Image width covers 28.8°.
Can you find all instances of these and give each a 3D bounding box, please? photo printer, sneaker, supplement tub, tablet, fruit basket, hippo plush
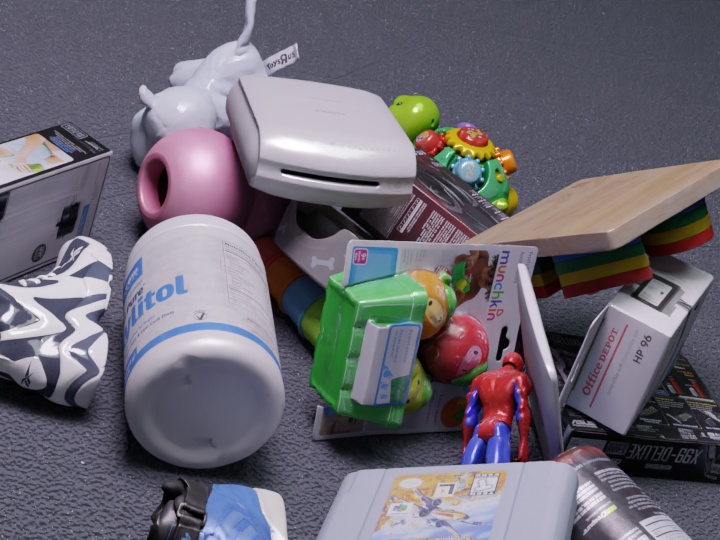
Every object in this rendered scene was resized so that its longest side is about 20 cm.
[{"bbox_3d":[-0.038,-0.122,1.341,0.164,0.070,0.200,6,23,-15],"label":"photo printer"},{"bbox_3d":[-0.100,0.219,0.998,0.110,0.077,0.200,14,26,-21],"label":"sneaker"},{"bbox_3d":[0.217,0.242,1.126,0.106,0.108,0.200,-7,40,-38],"label":"supplement tub"},{"bbox_3d":[0.158,0.105,1.220,0.013,0.201,0.131,-12,47,2],"label":"tablet"},{"bbox_3d":[0.061,0.066,1.242,0.198,0.187,0.094,4,20,-24],"label":"fruit basket"},{"bbox_3d":[-0.136,0.057,1.190,0.130,0.133,0.201,10,31,-17],"label":"supplement tub"},{"bbox_3d":[-0.285,0.027,1.200,0.128,0.080,0.200,17,39,-22],"label":"sneaker"},{"bbox_3d":[-0.159,-0.158,1.522,0.160,0.199,0.161,49,51,-9],"label":"hippo plush"}]

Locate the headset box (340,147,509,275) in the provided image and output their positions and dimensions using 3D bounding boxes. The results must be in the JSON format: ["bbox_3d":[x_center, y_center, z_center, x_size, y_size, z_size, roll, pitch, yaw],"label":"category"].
[{"bbox_3d":[0.097,-0.039,1.487,0.199,0.078,0.149,38,19,13],"label":"headset box"}]

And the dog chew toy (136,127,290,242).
[{"bbox_3d":[-0.128,-0.077,1.436,0.198,0.125,0.125,5,32,-41],"label":"dog chew toy"}]

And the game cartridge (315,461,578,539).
[{"bbox_3d":[0.063,0.199,1.081,0.198,0.042,0.133,-6,20,18],"label":"game cartridge"}]

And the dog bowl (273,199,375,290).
[{"bbox_3d":[0.000,0.000,1.360,0.199,0.059,0.200,38,5,-3],"label":"dog bowl"}]

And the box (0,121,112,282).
[{"bbox_3d":[-0.323,-0.053,1.275,0.060,0.117,0.199,34,31,19],"label":"box"}]

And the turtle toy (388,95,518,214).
[{"bbox_3d":[0.102,-0.131,1.670,0.199,0.102,0.145,38,34,28],"label":"turtle toy"}]

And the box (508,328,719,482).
[{"bbox_3d":[0.256,0.132,1.384,0.198,0.050,0.158,7,32,-22],"label":"box"}]

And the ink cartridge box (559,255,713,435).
[{"bbox_3d":[0.256,0.072,1.313,0.067,0.117,0.200,28,31,17],"label":"ink cartridge box"}]

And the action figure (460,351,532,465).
[{"bbox_3d":[0.111,0.149,1.205,0.065,0.052,0.201,-9,44,33],"label":"action figure"}]

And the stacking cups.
[{"bbox_3d":[-0.048,0.031,1.355,0.060,0.061,0.200,-6,39,-37],"label":"stacking cups"}]

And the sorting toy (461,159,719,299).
[{"bbox_3d":[0.232,-0.033,1.341,0.199,0.070,0.198,-27,13,-37],"label":"sorting toy"}]
